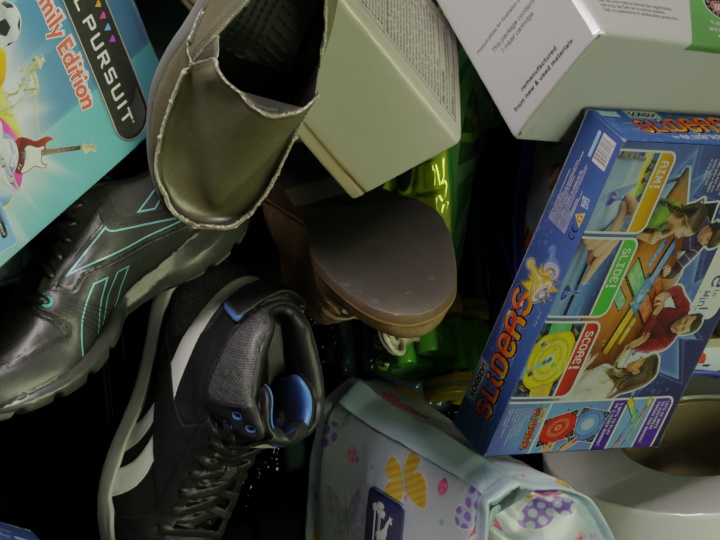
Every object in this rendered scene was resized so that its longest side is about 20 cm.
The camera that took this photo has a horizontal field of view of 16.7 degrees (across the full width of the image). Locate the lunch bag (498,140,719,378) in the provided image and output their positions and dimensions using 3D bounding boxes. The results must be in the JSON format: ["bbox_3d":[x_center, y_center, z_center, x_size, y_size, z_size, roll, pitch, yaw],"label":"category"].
[{"bbox_3d":[0.179,-0.039,1.478,0.169,0.124,0.201,9,89,-40],"label":"lunch bag"}]

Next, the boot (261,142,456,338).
[{"bbox_3d":[0.000,0.000,1.289,0.073,0.200,0.076,-11,116,-17],"label":"boot"}]

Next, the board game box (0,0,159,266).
[{"bbox_3d":[-0.188,-0.087,1.175,0.200,0.047,0.151,-45,129,-34],"label":"board game box"}]

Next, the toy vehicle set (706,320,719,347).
[{"bbox_3d":[0.192,-0.017,1.404,0.199,0.026,0.125,-1,113,-36],"label":"toy vehicle set"}]

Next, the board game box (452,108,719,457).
[{"bbox_3d":[0.143,0.009,1.324,0.135,0.034,0.201,1,123,-38],"label":"board game box"}]

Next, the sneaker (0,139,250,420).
[{"bbox_3d":[-0.146,-0.001,1.259,0.200,0.075,0.079,-44,117,-31],"label":"sneaker"}]

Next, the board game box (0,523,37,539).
[{"bbox_3d":[-0.261,0.170,1.200,0.200,0.034,0.136,25,101,-44],"label":"board game box"}]

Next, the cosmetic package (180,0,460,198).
[{"bbox_3d":[-0.031,-0.145,1.253,0.073,0.104,0.200,-28,124,22],"label":"cosmetic package"}]

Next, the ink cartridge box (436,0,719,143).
[{"bbox_3d":[0.112,-0.167,1.325,0.144,0.201,0.084,2,140,-41],"label":"ink cartridge box"}]

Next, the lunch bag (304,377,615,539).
[{"bbox_3d":[0.059,0.164,1.411,0.127,0.169,0.200,-41,130,-19],"label":"lunch bag"}]

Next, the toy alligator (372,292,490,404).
[{"bbox_3d":[0.034,0.045,1.404,0.200,0.054,0.060,13,66,-65],"label":"toy alligator"}]

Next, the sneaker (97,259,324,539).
[{"bbox_3d":[-0.077,0.099,1.311,0.073,0.112,0.201,1,103,-39],"label":"sneaker"}]

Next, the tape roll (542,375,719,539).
[{"bbox_3d":[0.213,0.131,1.509,0.202,0.202,0.071,-22,118,-33],"label":"tape roll"}]

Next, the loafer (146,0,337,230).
[{"bbox_3d":[-0.058,-0.092,1.184,0.075,0.070,0.201,11,128,-10],"label":"loafer"}]

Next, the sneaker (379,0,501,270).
[{"bbox_3d":[0.054,-0.084,1.388,0.083,0.074,0.201,-6,107,-35],"label":"sneaker"}]
